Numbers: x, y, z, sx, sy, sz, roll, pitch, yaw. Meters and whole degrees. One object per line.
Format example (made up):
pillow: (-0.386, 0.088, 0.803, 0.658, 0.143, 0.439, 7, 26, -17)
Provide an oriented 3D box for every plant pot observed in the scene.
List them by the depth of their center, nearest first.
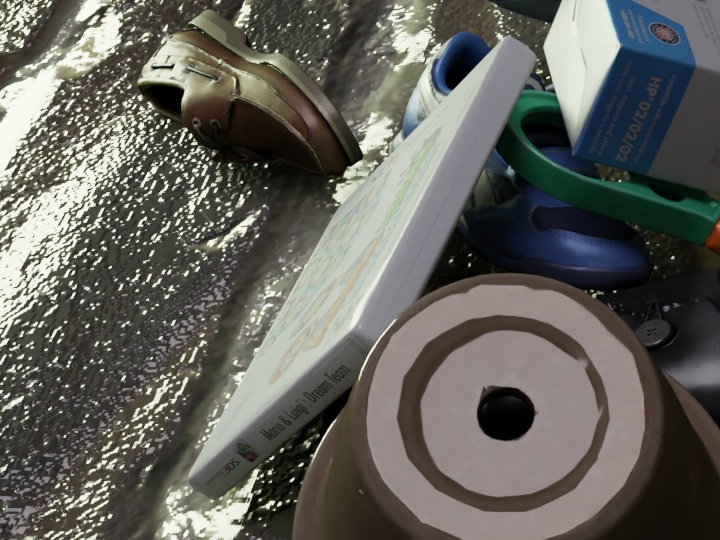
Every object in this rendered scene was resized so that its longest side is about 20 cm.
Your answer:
plant pot: (0.062, 0.088, 0.768, 0.198, 0.175, 0.202, -3, 61, 5)

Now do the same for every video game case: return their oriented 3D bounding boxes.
video game case: (0.000, 0.000, 0.947, 0.182, 0.024, 0.201, -43, 15, 50)

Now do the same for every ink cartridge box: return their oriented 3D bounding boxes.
ink cartridge box: (0.200, -0.088, 0.983, 0.198, 0.068, 0.116, 13, 33, -12)

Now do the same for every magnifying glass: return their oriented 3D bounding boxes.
magnifying glass: (0.154, -0.032, 0.954, 0.199, 0.023, 0.080, 31, 32, 9)

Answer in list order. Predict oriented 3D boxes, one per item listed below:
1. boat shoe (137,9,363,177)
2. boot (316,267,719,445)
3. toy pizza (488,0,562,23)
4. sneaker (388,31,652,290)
boat shoe: (-0.068, -0.090, 1.158, 0.068, 0.072, 0.200, -37, 32, -12)
boot: (0.083, 0.077, 0.909, 0.198, 0.066, 0.166, -7, 43, 10)
toy pizza: (0.150, -0.169, 1.060, 0.198, 0.200, 0.032, 2, 80, 25)
sneaker: (0.083, -0.056, 1.021, 0.073, 0.083, 0.200, 1, 28, -36)
